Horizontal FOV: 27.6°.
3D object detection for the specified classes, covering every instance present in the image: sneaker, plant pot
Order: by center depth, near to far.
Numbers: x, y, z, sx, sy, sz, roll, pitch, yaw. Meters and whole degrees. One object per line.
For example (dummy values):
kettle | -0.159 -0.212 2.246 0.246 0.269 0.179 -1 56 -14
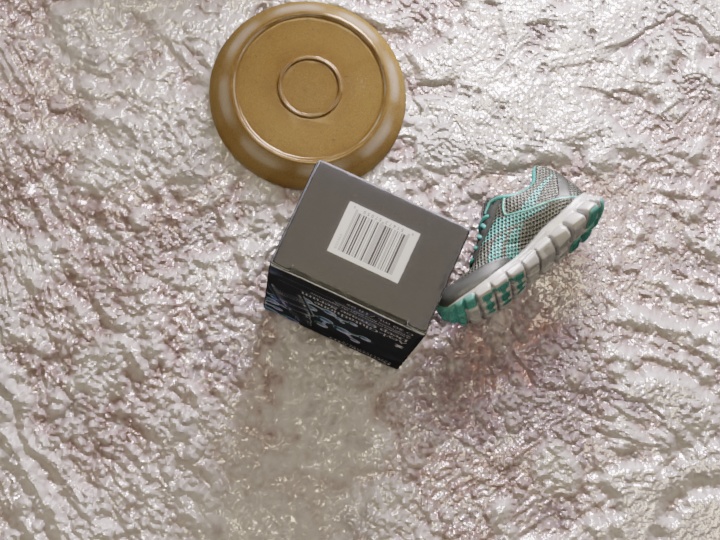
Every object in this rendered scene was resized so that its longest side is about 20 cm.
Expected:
sneaker | 0.141 -0.027 1.441 0.200 0.078 0.091 -37 68 -16
plant pot | -0.051 -0.180 1.468 0.199 0.027 0.201 2 77 -6

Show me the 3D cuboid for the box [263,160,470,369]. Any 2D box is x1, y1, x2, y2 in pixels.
box | 0.000 0.000 1.343 0.148 0.200 0.107 24 77 1
